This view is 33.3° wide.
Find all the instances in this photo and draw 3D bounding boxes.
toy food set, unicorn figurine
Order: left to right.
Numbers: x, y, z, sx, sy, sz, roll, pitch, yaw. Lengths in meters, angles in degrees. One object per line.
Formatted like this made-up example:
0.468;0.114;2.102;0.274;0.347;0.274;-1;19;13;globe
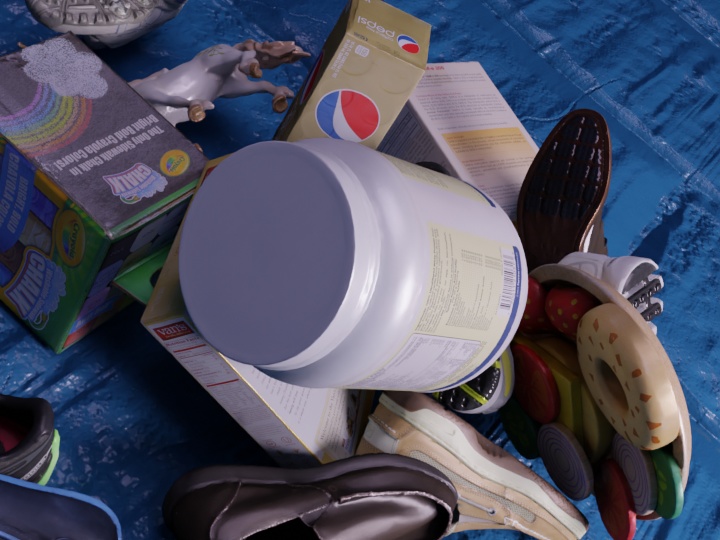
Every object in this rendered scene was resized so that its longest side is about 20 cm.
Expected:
-0.147;-0.142;0.956;0.199;0.074;0.137;-17;32;-36;unicorn figurine
0.161;0.092;0.851;0.048;0.199;0.200;-22;32;-21;toy food set

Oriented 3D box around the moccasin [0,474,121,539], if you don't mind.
-0.221;0.146;0.649;0.199;0.081;0.068;11;40;-25;moccasin

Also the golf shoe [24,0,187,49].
-0.205;-0.208;0.982;0.078;0.097;0.200;47;33;6;golf shoe

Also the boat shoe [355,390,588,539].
0.077;0.157;0.863;0.199;0.076;0.072;36;-5;-21;boat shoe

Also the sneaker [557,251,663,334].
0.187;0.078;0.940;0.081;0.202;0.075;17;28;40;sneaker

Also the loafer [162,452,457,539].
-0.025;0.168;0.769;0.198;0.073;0.072;0;38;-22;loafer

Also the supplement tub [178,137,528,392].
0.000;0.000;0.733;0.199;0.145;0.146;11;42;-57;supplement tub

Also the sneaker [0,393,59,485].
-0.266;0.083;0.676;0.199;0.084;0.077;7;46;-29;sneaker

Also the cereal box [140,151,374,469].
-0.055;0.039;0.809;0.200;0.039;0.145;53;38;-35;cereal box

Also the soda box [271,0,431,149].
-0.021;-0.115;0.943;0.067;0.200;0.064;23;42;-14;soda box

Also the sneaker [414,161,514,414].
0.061;0.015;0.889;0.076;0.075;0.202;37;38;-60;sneaker

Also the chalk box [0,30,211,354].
-0.187;-0.041;0.821;0.200;0.124;0.124;43;40;8;chalk box

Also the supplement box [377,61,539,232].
0.098;-0.094;1.102;0.125;0.074;0.201;-9;59;-40;supplement box

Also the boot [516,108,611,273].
0.176;-0.031;1.027;0.074;0.202;0.097;12;-8;23;boot
